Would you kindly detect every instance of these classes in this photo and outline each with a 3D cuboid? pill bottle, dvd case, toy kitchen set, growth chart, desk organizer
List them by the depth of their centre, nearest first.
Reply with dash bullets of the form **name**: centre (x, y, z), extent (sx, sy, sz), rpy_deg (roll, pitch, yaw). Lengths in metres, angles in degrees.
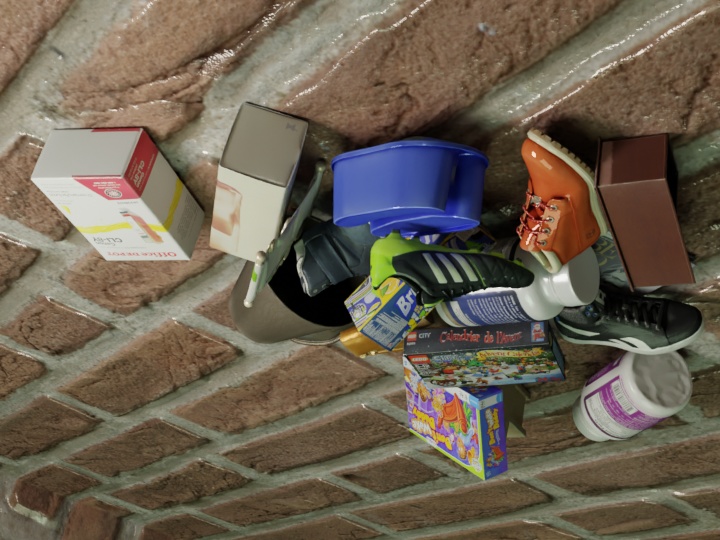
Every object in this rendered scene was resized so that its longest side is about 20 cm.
- **desk organizer**: centre (0.330, -0.064, 1.244), extent (0.077, 0.072, 0.200), rpy_deg (-5, 142, 25)
- **growth chart**: centre (-0.093, -0.043, 1.355), extent (0.018, 0.200, 0.145), rpy_deg (27, 142, 2)
- **pill bottle**: centre (0.199, 0.012, 1.394), extent (0.200, 0.111, 0.111), rpy_deg (-7, 146, 40)
- **dvd case**: centre (0.320, 0.000, 1.433), extent (0.149, 0.016, 0.200), rpy_deg (22, 150, -15)
- **pill bottle**: centre (0.403, 0.191, 1.640), extent (0.112, 0.112, 0.200), rpy_deg (18, 151, -10)
- **toy kitchen set**: centre (0.153, 0.238, 1.773), extent (0.180, 0.163, 0.200), rpy_deg (-7, 145, 32)

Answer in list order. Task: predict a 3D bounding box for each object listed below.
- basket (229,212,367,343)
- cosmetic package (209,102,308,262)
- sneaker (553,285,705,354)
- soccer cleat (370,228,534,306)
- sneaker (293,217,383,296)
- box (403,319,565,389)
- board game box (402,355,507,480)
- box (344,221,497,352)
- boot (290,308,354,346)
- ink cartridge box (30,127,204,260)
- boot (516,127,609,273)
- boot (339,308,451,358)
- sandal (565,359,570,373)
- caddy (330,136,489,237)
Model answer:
- **basket**: centre (-0.102, 0.029, 1.542), extent (0.180, 0.136, 0.200), rpy_deg (45, 151, -5)
- **cosmetic package**: centre (-0.130, -0.103, 1.347), extent (0.087, 0.103, 0.200), rpy_deg (18, 150, -3)
- **sneaker**: centre (0.343, 0.056, 1.430), extent (0.200, 0.073, 0.112), rpy_deg (-2, 150, 28)
- **soccer cleat**: centre (0.108, 0.008, 1.295), extent (0.200, 0.081, 0.068), rpy_deg (11, 168, -6)
- **sneaker**: centre (-0.001, -0.001, 1.440), extent (0.146, 0.077, 0.202), rpy_deg (-34, 128, 7)
- **box**: centre (0.174, 0.119, 1.504), extent (0.200, 0.038, 0.137), rpy_deg (-6, 152, 19)
- **board game box**: centre (0.141, 0.214, 1.645), extent (0.045, 0.135, 0.200), rpy_deg (-17, -158, -27)
- **box**: centre (0.075, 0.003, 1.378), extent (0.064, 0.070, 0.200), rpy_deg (35, 106, -34)
- **boot**: centre (-0.039, 0.054, 1.621), extent (0.200, 0.075, 0.097), rpy_deg (-15, 144, 22)
- **ink cartridge box**: centre (-0.318, -0.097, 1.455), extent (0.145, 0.083, 0.200), rpy_deg (1, 149, 22)
- **boot**: centre (0.216, -0.074, 1.234), extent (0.075, 0.107, 0.200), rpy_deg (44, 176, 45)
- **boot**: centre (0.070, 0.092, 1.584), extent (0.144, 0.071, 0.201), rpy_deg (-21, 157, 27)
- **sandal**: centre (0.229, 0.074, 1.567), extent (0.212, 0.078, 0.070), rpy_deg (32, 113, -13)
- **caddy**: centre (0.056, -0.105, 1.268), extent (0.200, 0.105, 0.141), rpy_deg (-6, 167, 43)
